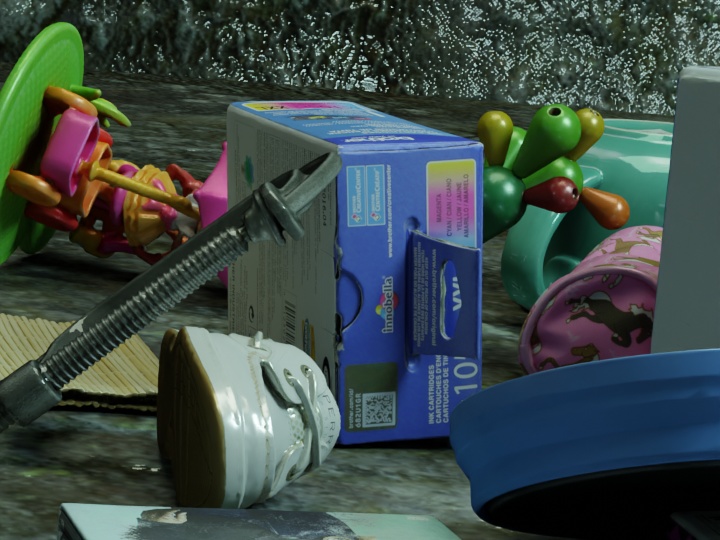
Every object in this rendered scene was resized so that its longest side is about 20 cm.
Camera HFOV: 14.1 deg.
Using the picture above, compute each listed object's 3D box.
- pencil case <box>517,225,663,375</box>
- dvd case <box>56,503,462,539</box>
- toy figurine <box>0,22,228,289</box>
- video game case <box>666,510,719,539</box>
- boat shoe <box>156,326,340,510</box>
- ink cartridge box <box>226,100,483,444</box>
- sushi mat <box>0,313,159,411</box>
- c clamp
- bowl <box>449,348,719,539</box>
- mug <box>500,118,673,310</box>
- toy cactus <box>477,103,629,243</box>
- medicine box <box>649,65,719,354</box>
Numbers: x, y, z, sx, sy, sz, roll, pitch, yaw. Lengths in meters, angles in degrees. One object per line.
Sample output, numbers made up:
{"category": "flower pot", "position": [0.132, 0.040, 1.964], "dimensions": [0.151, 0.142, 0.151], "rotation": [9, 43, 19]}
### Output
{"category": "pencil case", "position": [0.135, 0.026, 1.457], "dimensions": [0.083, 0.087, 0.200], "rotation": [39, 14, 6]}
{"category": "dvd case", "position": [-0.015, 0.111, 0.965], "dimensions": [0.145, 0.022, 0.200], "rotation": [3, 9, -15]}
{"category": "toy figurine", "position": [-0.111, -0.034, 1.681], "dimensions": [0.183, 0.151, 0.200], "rotation": [20, -14, 9]}
{"category": "video game case", "position": [0.215, 0.123, 0.983], "dimensions": [0.180, 0.036, 0.200], "rotation": [3, 8, -11]}
{"category": "boat shoe", "position": [-0.042, 0.055, 1.157], "dimensions": [0.069, 0.071, 0.200], "rotation": [3, 7, -8]}
{"category": "ink cartridge box", "position": [0.000, 0.000, 1.341], "dimensions": [0.076, 0.137, 0.200], "rotation": [-3, 11, -17]}
{"category": "sushi mat", "position": [-0.141, 0.042, 1.396], "dimensions": [0.095, 0.012, 0.200], "rotation": [3, 9, -15]}
{"category": "c clamp", "position": [-0.086, 0.014, 1.207], "dimensions": [0.200, 0.027, 0.171], "rotation": [-37, 3, -1]}
{"category": "bowl", "position": [0.133, 0.068, 1.068], "dimensions": [0.200, 0.040, 0.201], "rotation": [-2, -14, -1]}
{"category": "mug", "position": [0.171, -0.027, 1.726], "dimensions": [0.151, 0.115, 0.185], "rotation": [7, 8, 10]}
{"category": "toy cactus", "position": [0.054, -0.009, 1.544], "dimensions": [0.200, 0.102, 0.165], "rotation": [-28, 20, 51]}
{"category": "medicine box", "position": [0.229, 0.003, 1.312], "dimensions": [0.103, 0.183, 0.200], "rotation": [12, 10, 41]}
